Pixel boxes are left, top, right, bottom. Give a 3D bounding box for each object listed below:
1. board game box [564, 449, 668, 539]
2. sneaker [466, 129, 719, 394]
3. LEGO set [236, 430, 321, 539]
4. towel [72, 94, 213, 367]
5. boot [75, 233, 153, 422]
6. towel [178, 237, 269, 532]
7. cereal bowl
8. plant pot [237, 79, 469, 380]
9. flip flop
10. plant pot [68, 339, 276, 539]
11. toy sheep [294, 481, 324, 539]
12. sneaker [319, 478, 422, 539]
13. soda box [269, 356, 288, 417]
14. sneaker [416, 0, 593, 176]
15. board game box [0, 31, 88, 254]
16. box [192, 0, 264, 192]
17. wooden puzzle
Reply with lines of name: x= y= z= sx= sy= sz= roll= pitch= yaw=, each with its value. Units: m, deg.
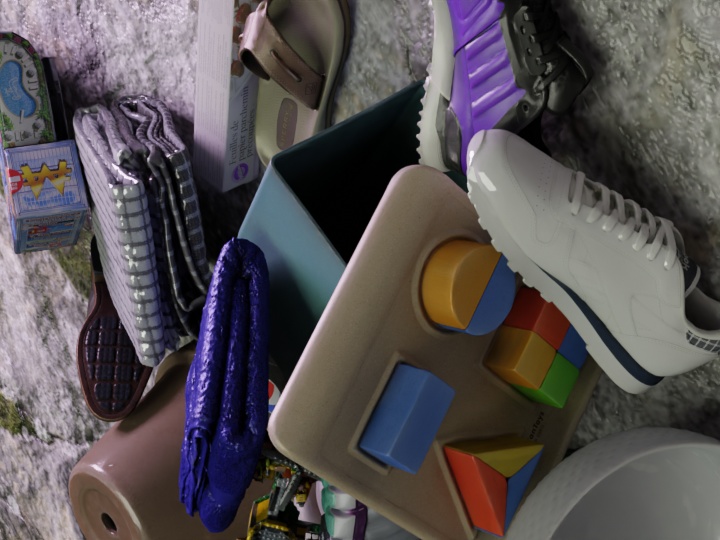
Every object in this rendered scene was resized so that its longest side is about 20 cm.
board game box: x=0.150 y=0.193 z=0.983 sx=0.199 sy=0.029 sz=0.135 roll=-1 pitch=112 yaw=49
sneaker: x=0.141 y=-0.016 z=0.800 sx=0.080 sy=0.077 sz=0.200 roll=-29 pitch=118 yaw=39
LEGO set: x=0.008 y=0.181 z=0.952 sx=0.199 sy=0.116 sz=0.154 roll=21 pitch=113 yaw=-8
towel: x=-0.167 y=-0.041 z=1.106 sx=0.200 sy=0.085 sz=0.166 roll=-134 pitch=33 yaw=-61
boot: x=-0.215 y=0.065 z=1.230 sx=0.097 sy=0.074 sz=0.201 roll=103 pitch=167 yaw=-53
towel: x=-0.097 y=0.082 z=0.931 sx=0.200 sy=0.049 sz=0.148 roll=114 pitch=156 yaw=-62
cereal bowl: x=0.165 y=0.187 z=0.841 sx=0.083 sy=0.199 sz=0.201 roll=24 pitch=133 yaw=65
plant pot: x=0.000 y=0.000 z=0.948 sx=0.142 sy=0.141 sz=0.200 roll=53 pitch=148 yaw=9
flip flop: x=-0.057 y=-0.147 z=0.976 sx=0.081 sy=0.057 sz=0.201 roll=36 pitch=136 yaw=28
plant pot: x=-0.153 y=0.181 z=1.199 sx=0.200 sy=0.174 sz=0.201 roll=27 pitch=133 yaw=34
toy sheep: x=-0.005 y=0.206 z=1.091 sx=0.138 sy=0.138 sz=0.200 roll=50 pitch=127 yaw=13
sneaker: x=0.018 y=0.113 z=0.850 sx=0.074 sy=0.087 sz=0.201 roll=-110 pitch=19 yaw=-69
soda box: x=-0.023 y=0.091 z=1.078 sx=0.199 sy=0.071 sz=0.064 roll=16 pitch=125 yaw=43
sneaker: x=0.093 y=-0.140 z=0.812 sx=0.099 sy=0.070 sz=0.201 roll=20 pitch=128 yaw=27
board game box: x=-0.282 y=-0.107 z=1.190 sx=0.200 sy=0.061 sz=0.201 roll=-159 pitch=61 yaw=-71
box: x=-0.097 y=-0.154 z=1.032 sx=0.041 sy=0.039 sz=0.201 roll=34 pitch=135 yaw=31
wooden puzzle: x=0.064 y=0.065 z=0.809 sx=0.200 sy=0.186 sz=0.046 roll=36 pitch=165 yaw=-32
